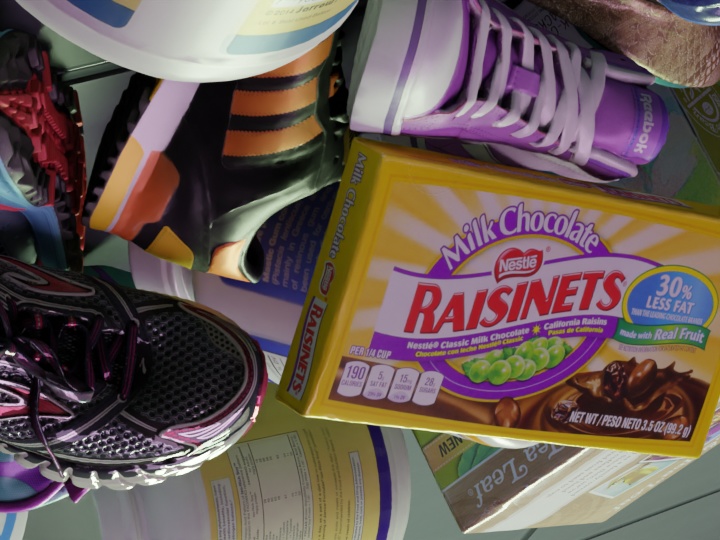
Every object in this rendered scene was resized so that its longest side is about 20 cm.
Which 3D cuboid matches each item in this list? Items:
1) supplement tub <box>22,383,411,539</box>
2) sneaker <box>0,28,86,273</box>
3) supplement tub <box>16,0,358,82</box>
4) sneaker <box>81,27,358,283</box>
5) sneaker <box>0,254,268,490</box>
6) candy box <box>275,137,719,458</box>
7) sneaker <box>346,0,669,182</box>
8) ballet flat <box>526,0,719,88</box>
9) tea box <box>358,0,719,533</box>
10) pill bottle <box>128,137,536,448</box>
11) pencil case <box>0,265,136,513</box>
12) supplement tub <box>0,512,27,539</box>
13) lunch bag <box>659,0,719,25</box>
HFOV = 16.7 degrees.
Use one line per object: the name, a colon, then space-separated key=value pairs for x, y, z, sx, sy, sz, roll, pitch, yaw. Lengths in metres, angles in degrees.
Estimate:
supplement tub: x=-0.088 y=0.119 z=1.290 sx=0.199 sy=0.146 sz=0.145 roll=-9 pitch=153 yaw=-40
sneaker: x=-0.158 y=-0.044 z=0.945 sx=0.095 sy=0.080 sz=0.200 roll=-1 pitch=163 yaw=2
supplement tub: x=-0.025 y=-0.164 z=0.682 sx=0.144 sy=0.145 sz=0.200 roll=-11 pitch=155 yaw=-36
sneaker: x=-0.028 y=-0.077 z=0.923 sx=0.090 sy=0.070 sz=0.200 roll=27 pitch=125 yaw=-15
sneaker: x=-0.131 y=0.033 z=0.920 sx=0.198 sy=0.081 sz=0.075 roll=8 pitch=162 yaw=-13
candy box: x=0.067 y=0.014 z=0.933 sx=0.199 sy=0.026 sz=0.103 roll=8 pitch=102 yaw=-36
sneaker: x=0.059 y=-0.074 z=0.906 sx=0.113 sy=0.073 sz=0.200 roll=13 pitch=-179 yaw=9
ballet flat: x=0.089 y=-0.128 z=0.958 sx=0.199 sy=0.071 sz=0.065 roll=18 pitch=131 yaw=-38
tea box: x=0.111 y=-0.010 z=1.148 sx=0.200 sy=0.198 sz=0.133 roll=-39 pitch=157 yaw=29
pill bottle: x=0.000 y=0.000 z=1.038 sx=0.199 sy=0.113 sz=0.112 roll=14 pitch=-172 yaw=37
pencil case: x=-0.129 y=0.049 z=1.067 sx=0.085 sy=0.092 sz=0.200 roll=-47 pitch=178 yaw=10
supplement tub: x=-0.236 y=0.084 z=1.042 sx=0.131 sy=0.133 sz=0.200 roll=-30 pitch=161 yaw=8
lunch bag: x=0.128 y=-0.182 z=0.751 sx=0.135 sy=0.201 sz=0.132 roll=-21 pitch=157 yaw=-2
